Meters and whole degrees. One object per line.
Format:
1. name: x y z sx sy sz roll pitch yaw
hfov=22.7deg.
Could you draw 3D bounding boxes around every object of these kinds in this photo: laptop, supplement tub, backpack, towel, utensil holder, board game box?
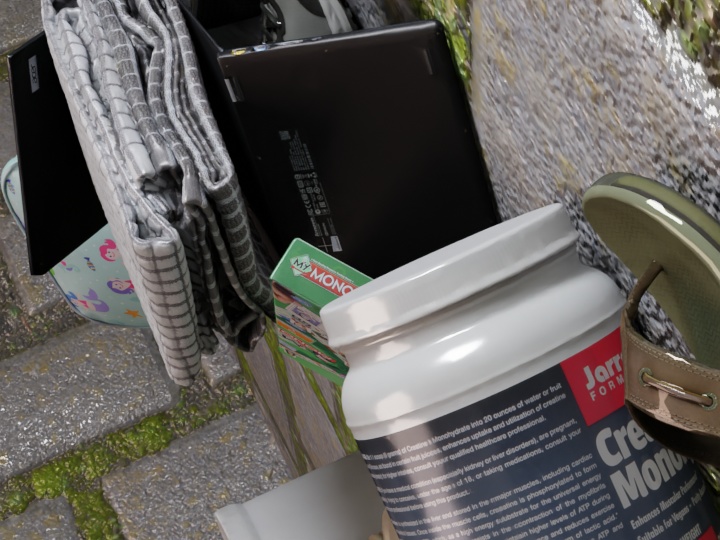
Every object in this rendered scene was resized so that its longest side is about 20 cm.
1. laptop: -0.014 -0.074 1.040 0.116 0.199 0.188 -69 -33 -51
2. supplement tub: 0.076 0.085 0.820 0.201 0.140 0.140 66 171 -2
3. backpack: -0.169 -0.047 1.353 0.199 0.151 0.178 4 139 28
4. towel: -0.111 -0.059 1.044 0.166 0.085 0.201 82 165 -56
5. laptop: -0.193 -0.131 1.175 0.200 0.103 0.178 -118 23 -44
6. utensil holder: 0.018 0.211 1.296 0.170 0.199 0.171 156 90 -82
7. board game box: 0.044 0.062 0.966 0.199 0.029 0.135 29 164 8

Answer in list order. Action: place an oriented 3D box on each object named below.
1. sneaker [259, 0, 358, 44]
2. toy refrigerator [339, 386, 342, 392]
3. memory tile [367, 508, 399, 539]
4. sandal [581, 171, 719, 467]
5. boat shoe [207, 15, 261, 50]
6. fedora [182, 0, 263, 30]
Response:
1. sneaker: -0.039 -0.128 1.144 0.074 0.079 0.201 -123 14 -53
2. toy refrigerator: -0.001 0.024 1.340 0.201 0.070 0.076 69 170 -23
3. memory tile: 0.050 0.197 1.050 0.200 0.017 0.154 111 142 -59
4. sandal: 0.133 0.052 0.667 0.080 0.057 0.202 100 145 -74
5. boat shoe: -0.073 -0.178 1.256 0.200 0.062 0.072 45 157 16
6. fedora: -0.104 -0.230 1.170 0.200 0.091 0.202 169 90 -72
